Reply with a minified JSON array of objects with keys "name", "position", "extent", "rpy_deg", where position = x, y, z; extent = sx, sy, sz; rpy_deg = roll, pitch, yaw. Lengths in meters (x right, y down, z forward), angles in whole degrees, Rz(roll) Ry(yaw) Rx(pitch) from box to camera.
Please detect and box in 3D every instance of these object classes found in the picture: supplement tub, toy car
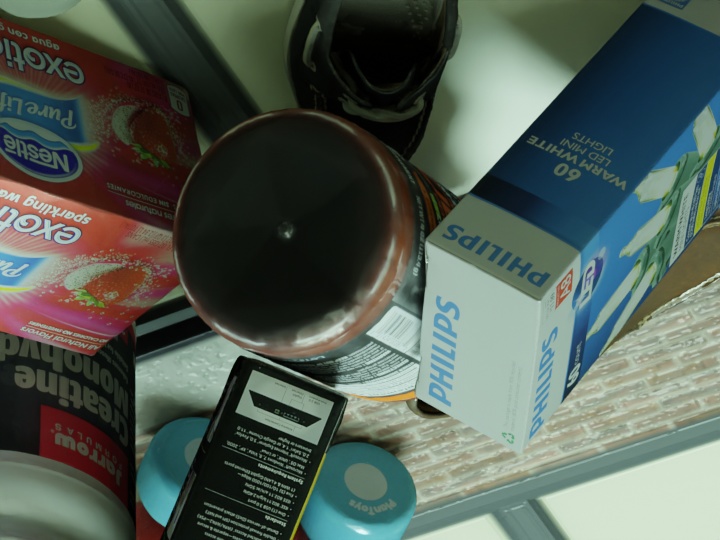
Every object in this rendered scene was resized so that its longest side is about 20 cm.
[{"name":"supplement tub","position":[-0.176,0.094,1.211],"extent":[0.140,0.200,0.141],"rpy_deg":[-3,139,-3]},{"name":"supplement tub","position":[0.000,0.000,1.135],"extent":[0.107,0.107,0.200],"rpy_deg":[-18,164,15]},{"name":"toy car","position":[-0.063,0.216,1.359],"extent":[0.176,0.200,0.185],"rpy_deg":[11,136,-16]}]

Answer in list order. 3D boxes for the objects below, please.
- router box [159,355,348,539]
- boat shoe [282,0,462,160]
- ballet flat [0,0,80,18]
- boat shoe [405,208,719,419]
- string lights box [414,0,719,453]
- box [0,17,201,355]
[{"name":"router box","position":[-0.060,0.114,1.146],"extent":[0.051,0.149,0.200],"rpy_deg":[23,177,-3]},{"name":"boat shoe","position":[0.010,-0.101,1.108],"extent":[0.074,0.060,0.200],"rpy_deg":[-3,142,-11]},{"name":"ballet flat","position":[-0.107,-0.154,0.961],"extent":[0.067,0.064,0.200],"rpy_deg":[13,136,-18]},{"name":"boat shoe","position":[0.108,0.021,1.248],"extent":[0.202,0.075,0.075],"rpy_deg":[-24,135,21]},{"name":"string lights box","position":[0.102,-0.028,1.105],"extent":[0.059,0.200,0.103],"rpy_deg":[28,144,20]},{"name":"box","position":[-0.170,-0.045,1.109],"extent":[0.200,0.096,0.100],"rpy_deg":[19,135,-40]}]
